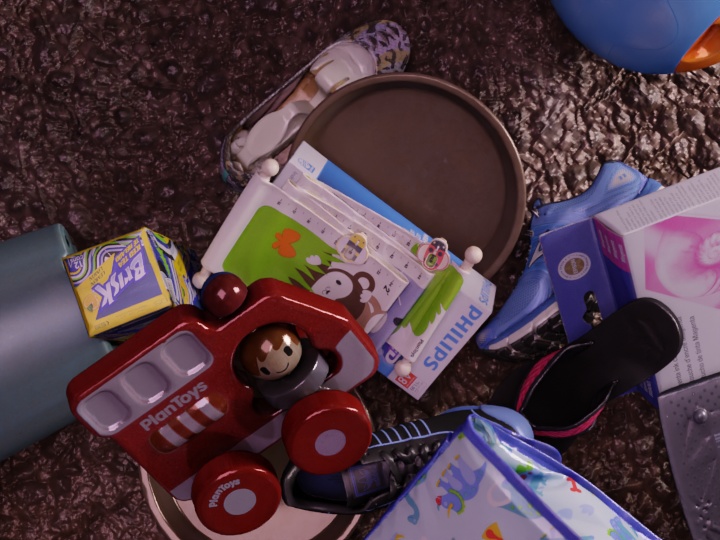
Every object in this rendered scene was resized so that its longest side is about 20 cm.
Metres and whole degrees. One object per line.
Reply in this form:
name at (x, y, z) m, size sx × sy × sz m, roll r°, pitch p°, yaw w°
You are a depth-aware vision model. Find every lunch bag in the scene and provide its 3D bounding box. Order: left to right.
lunch bag at (0.108, 0.226, 1.088) m, size 0.200 × 0.127 × 0.170 m, roll 37°, pitch 110°, yaw -2°

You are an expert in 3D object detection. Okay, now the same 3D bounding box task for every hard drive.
hard drive at (0.320, 0.170, 1.167) m, size 0.134 × 0.042 × 0.201 m, roll -19°, pitch 99°, yaw 3°

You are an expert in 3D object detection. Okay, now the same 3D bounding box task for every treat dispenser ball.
treat dispenser ball at (0.240, -0.254, 1.136) m, size 0.199 × 0.201 × 0.202 m, roll 0°, pitch 87°, yaw 4°

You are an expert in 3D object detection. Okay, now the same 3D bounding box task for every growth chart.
growth chart at (-0.023, 0.003, 1.140) m, size 0.199 × 0.018 × 0.145 m, roll 25°, pitch 113°, yaw 0°

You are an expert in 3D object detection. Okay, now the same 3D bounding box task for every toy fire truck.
toy fire truck at (-0.094, 0.085, 1.079) m, size 0.200 × 0.112 × 0.168 m, roll -35°, pitch 127°, yaw 6°

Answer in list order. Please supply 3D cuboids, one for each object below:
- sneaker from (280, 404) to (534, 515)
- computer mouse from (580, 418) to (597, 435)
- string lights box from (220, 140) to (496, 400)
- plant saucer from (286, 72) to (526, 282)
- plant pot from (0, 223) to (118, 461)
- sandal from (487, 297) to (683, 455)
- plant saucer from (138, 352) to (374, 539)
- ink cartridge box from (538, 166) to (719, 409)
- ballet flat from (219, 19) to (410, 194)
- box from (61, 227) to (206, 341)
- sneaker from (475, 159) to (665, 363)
sneaker at (0.034, 0.153, 1.126) m, size 0.199 × 0.078 × 0.071 m, roll -13°, pitch 95°, yaw 16°
computer mouse at (0.167, 0.214, 1.191) m, size 0.109 × 0.044 × 0.201 m, roll -18°, pitch 85°, yaw 4°
string lights box at (0.000, 0.000, 1.176) m, size 0.200 × 0.059 × 0.103 m, roll 36°, pitch 112°, yaw -5°
plant saucer at (0.036, -0.065, 1.193) m, size 0.199 × 0.029 × 0.201 m, roll 3°, pitch 110°, yaw 9°
plant pot at (-0.300, 0.067, 1.170) m, size 0.195 × 0.200 × 0.201 m, roll -24°, pitch 85°, yaw -6°
sandal at (0.162, 0.091, 1.130) m, size 0.075 × 0.045 × 0.200 m, roll 51°, pitch 121°, yaw 7°
plant saucer at (-0.084, 0.154, 1.213) m, size 0.199 × 0.029 × 0.201 m, roll 0°, pitch 87°, yaw 3°
ink cartridge box at (0.257, 0.020, 1.140) m, size 0.199 × 0.043 × 0.197 m, roll -22°, pitch 128°, yaw 1°
ballet flat at (-0.038, -0.138, 1.215) m, size 0.200 × 0.072 × 0.072 m, roll -41°, pitch 85°, yaw 1°
box at (-0.170, 0.015, 1.148) m, size 0.070 × 0.200 × 0.065 m, roll -21°, pitch 84°, yaw 2°
sneaker at (0.165, -0.007, 1.198) m, size 0.200 × 0.079 × 0.089 m, roll -47°, pitch 62°, yaw 6°
